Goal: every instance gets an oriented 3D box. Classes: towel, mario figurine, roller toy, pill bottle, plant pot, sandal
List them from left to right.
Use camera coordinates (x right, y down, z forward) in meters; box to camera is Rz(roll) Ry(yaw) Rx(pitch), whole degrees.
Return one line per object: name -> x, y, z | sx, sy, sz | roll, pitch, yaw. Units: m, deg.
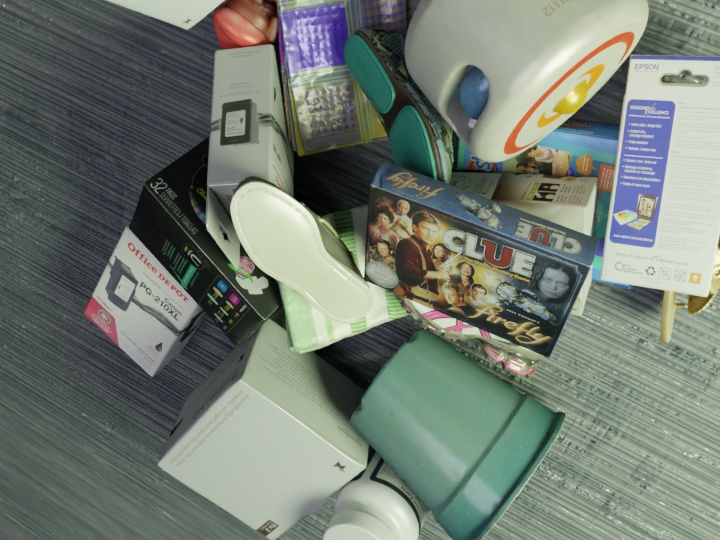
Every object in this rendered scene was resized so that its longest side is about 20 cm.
mario figurine -> -0.089, -0.314, 0.732 | 0.202, 0.104, 0.124 | -58, 41, 27
towel -> -0.014, -0.226, 0.711 | 0.140, 0.023, 0.204 | -8, 117, -8
towel -> 0.000, 0.000, 0.780 | 0.023, 0.196, 0.156 | 38, 140, 57
pill bottle -> 0.034, 0.292, 0.887 | 0.113, 0.200, 0.118 | 12, 120, 21
plant pot -> 0.103, 0.187, 0.815 | 0.195, 0.200, 0.202 | 38, 126, 13
roller toy -> 0.142, -0.191, 0.585 | 0.182, 0.199, 0.141 | -44, 76, 29
sandal -> 0.332, -0.022, 0.652 | 0.068, 0.077, 0.216 | 8, 113, 29

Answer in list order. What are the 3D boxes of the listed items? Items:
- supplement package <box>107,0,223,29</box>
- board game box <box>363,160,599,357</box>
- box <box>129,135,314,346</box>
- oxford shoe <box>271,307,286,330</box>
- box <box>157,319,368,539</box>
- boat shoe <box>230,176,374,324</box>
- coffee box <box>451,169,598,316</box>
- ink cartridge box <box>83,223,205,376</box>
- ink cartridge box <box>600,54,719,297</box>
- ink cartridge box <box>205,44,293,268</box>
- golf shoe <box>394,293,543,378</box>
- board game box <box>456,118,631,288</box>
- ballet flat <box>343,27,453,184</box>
supplement package -> -0.199, -0.368, 0.674 | 0.116, 0.116, 0.204 | -21, 79, 33
board game box -> 0.099, -0.008, 0.625 | 0.197, 0.035, 0.137 | 22, 143, 15
box -> -0.151, -0.041, 0.826 | 0.200, 0.149, 0.124 | 47, 147, -3
oxford shoe -> -0.112, 0.120, 0.966 | 0.057, 0.076, 0.202 | 10, 121, -29
box -> -0.119, 0.209, 0.897 | 0.199, 0.132, 0.199 | 38, 117, -16
boat shoe -> -0.059, -0.024, 0.682 | 0.072, 0.061, 0.202 | -35, 128, 10
coffee box -> 0.130, -0.035, 0.690 | 0.196, 0.080, 0.115 | 8, 120, 24
ink cartridge box -> -0.295, 0.032, 0.992 | 0.144, 0.084, 0.201 | 41, 126, 1
ink cartridge box -> 0.275, -0.084, 0.609 | 0.093, 0.037, 0.205 | 10, 108, 27
ink cartridge box -> -0.112, -0.116, 0.725 | 0.065, 0.204, 0.116 | -4, 159, 5
golf shoe -> 0.132, 0.040, 0.781 | 0.197, 0.073, 0.093 | 26, 112, -10
board game box -> 0.196, -0.078, 0.711 | 0.196, 0.045, 0.155 | 14, 121, 20
ballet flat -> 0.053, -0.153, 0.661 | 0.074, 0.074, 0.203 | -33, 73, 35
